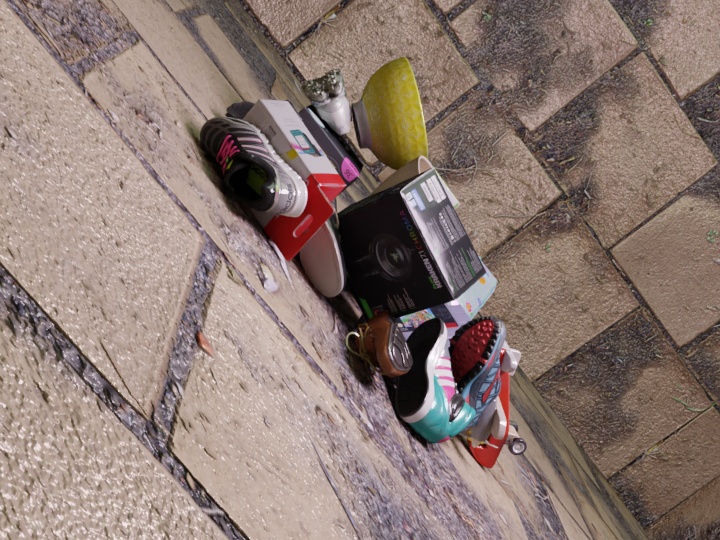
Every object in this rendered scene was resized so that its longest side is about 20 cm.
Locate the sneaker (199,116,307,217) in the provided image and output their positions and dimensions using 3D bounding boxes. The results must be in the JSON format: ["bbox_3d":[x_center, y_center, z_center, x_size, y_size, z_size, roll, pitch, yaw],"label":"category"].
[{"bbox_3d":[-0.158,-0.142,1.426,0.200,0.074,0.087,44,25,25],"label":"sneaker"}]

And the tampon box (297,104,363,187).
[{"bbox_3d":[-0.089,-0.195,1.877,0.150,0.126,0.200,51,8,-8],"label":"tampon box"}]

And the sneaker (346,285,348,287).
[{"bbox_3d":[0.000,0.000,1.754,0.094,0.070,0.200,49,4,15],"label":"sneaker"}]

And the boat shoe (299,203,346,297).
[{"bbox_3d":[-0.060,-0.060,1.540,0.060,0.074,0.202,-10,72,-52],"label":"boat shoe"}]

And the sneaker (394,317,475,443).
[{"bbox_3d":[0.115,0.170,1.537,0.121,0.083,0.201,51,33,-27],"label":"sneaker"}]

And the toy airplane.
[{"bbox_3d":[0.196,0.208,1.755,0.200,0.139,0.201,93,-9,-66],"label":"toy airplane"}]

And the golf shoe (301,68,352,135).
[{"bbox_3d":[-0.053,-0.293,1.879,0.200,0.078,0.098,-95,162,-67],"label":"golf shoe"}]

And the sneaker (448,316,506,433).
[{"bbox_3d":[0.172,0.155,1.605,0.095,0.202,0.079,4,29,-42],"label":"sneaker"}]

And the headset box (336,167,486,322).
[{"bbox_3d":[0.054,-0.030,1.567,0.093,0.199,0.175,-35,101,-42],"label":"headset box"}]

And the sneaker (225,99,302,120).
[{"bbox_3d":[-0.129,-0.197,1.739,0.201,0.103,0.060,61,-9,0],"label":"sneaker"}]

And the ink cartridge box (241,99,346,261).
[{"bbox_3d":[-0.102,-0.125,1.483,0.067,0.116,0.201,-6,57,-54],"label":"ink cartridge box"}]

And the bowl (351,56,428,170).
[{"bbox_3d":[0.044,-0.259,1.854,0.200,0.106,0.203,168,-90,-86],"label":"bowl"}]

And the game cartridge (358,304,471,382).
[{"bbox_3d":[0.105,0.107,1.658,0.198,0.039,0.130,-3,50,-35],"label":"game cartridge"}]

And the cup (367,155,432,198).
[{"bbox_3d":[0.069,-0.065,1.715,0.200,0.142,0.202,-20,90,-74],"label":"cup"}]

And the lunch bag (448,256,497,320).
[{"bbox_3d":[0.141,0.060,1.889,0.077,0.160,0.200,56,38,-7],"label":"lunch bag"}]

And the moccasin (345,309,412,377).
[{"bbox_3d":[0.023,0.104,1.474,0.202,0.077,0.074,-114,180,-73],"label":"moccasin"}]

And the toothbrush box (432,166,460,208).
[{"bbox_3d":[0.075,-0.091,1.902,0.086,0.145,0.200,53,-14,-2],"label":"toothbrush box"}]
